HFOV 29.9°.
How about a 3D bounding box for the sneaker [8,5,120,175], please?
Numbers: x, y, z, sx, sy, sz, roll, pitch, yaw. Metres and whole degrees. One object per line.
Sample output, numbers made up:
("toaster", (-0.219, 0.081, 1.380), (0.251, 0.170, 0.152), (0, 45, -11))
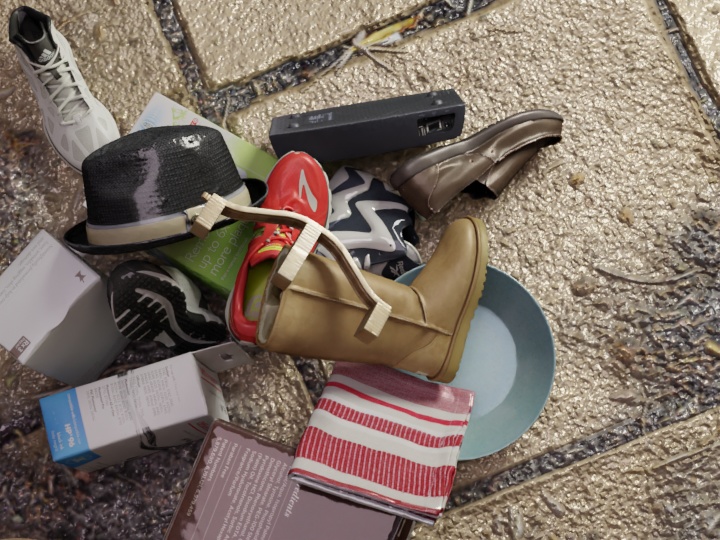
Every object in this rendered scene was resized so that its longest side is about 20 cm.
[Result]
("sneaker", (-0.330, -0.196, 1.452), (0.076, 0.115, 0.201), (-30, 75, -2))

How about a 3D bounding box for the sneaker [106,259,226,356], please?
("sneaker", (-0.205, 0.028, 1.343), (0.074, 0.200, 0.080), (-34, 67, 2))

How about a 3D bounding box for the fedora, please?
("fedora", (-0.191, -0.086, 1.279), (0.200, 0.201, 0.092), (-11, 106, 3))

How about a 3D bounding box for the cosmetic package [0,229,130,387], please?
("cosmetic package", (-0.293, 0.044, 1.343), (0.081, 0.200, 0.113), (39, 82, 14))

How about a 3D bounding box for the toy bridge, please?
("toy bridge", (-0.058, -0.014, 1.217), (0.200, 0.027, 0.067), (33, 62, -6))

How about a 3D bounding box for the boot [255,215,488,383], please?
("boot", (0.016, 0.011, 1.281), (0.199, 0.066, 0.176), (16, 81, -23))

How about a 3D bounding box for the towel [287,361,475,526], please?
("towel", (0.024, 0.151, 1.257), (0.144, 0.200, 0.023), (16, 120, 5))

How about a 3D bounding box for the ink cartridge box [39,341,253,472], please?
("ink cartridge box", (-0.203, 0.139, 1.352), (0.199, 0.116, 0.068), (-17, 75, 2))

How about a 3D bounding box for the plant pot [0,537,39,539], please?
("plant pot", (-0.326, 0.365, 1.320), (0.200, 0.093, 0.202), (-1, 76, 5))

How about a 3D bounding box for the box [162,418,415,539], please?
("box", (-0.067, 0.259, 1.281), (0.199, 0.166, 0.165), (20, 79, 11))

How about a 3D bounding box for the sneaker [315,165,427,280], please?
("sneaker", (0.000, 0.000, 1.384), (0.129, 0.080, 0.200), (21, 69, 20))

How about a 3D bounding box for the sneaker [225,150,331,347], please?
("sneaker", (-0.076, -0.021, 1.311), (0.077, 0.085, 0.201), (16, 84, -3))

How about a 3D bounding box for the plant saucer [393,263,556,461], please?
("plant saucer", (0.096, 0.090, 1.365), (0.200, 0.039, 0.202), (0, 83, 4))

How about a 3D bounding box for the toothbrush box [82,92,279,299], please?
("toothbrush box", (-0.163, -0.070, 1.418), (0.200, 0.086, 0.146), (30, 80, 14))

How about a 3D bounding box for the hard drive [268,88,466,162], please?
("hard drive", (0.007, -0.149, 1.400), (0.199, 0.135, 0.042), (-9, 105, 0))

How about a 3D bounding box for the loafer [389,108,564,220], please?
("loafer", (0.128, -0.105, 1.395), (0.199, 0.073, 0.071), (-24, 84, -15))
